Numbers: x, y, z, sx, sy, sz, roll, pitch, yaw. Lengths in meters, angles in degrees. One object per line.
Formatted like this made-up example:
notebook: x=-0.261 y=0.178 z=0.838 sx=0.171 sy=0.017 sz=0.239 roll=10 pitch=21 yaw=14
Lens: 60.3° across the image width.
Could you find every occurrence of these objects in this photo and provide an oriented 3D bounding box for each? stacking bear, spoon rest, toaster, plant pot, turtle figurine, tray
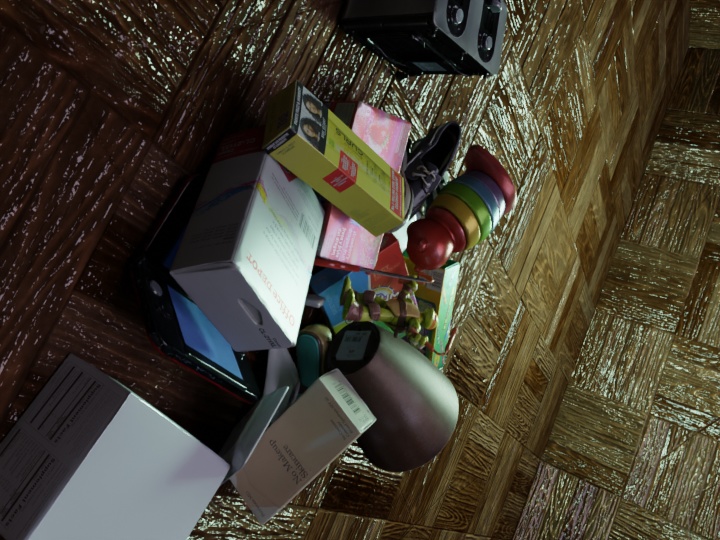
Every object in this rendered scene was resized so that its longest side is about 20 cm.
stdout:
stacking bear: x=0.147 y=-0.081 z=0.982 sx=0.199 sy=0.113 sz=0.123 roll=-42 pitch=161 yaw=-23
spoon rest: x=-0.108 y=0.126 z=0.885 sx=0.099 sy=0.059 sz=0.206 roll=-31 pitch=141 yaw=-77
toaster: x=0.085 y=-0.348 z=0.852 sx=0.178 sy=0.196 sz=0.123 roll=13 pitch=92 yaw=-49
plant pot: x=0.032 y=0.175 z=0.960 sx=0.189 sy=0.184 sz=0.202 roll=-56 pitch=132 yaw=-24
turtle figurine: x=0.049 y=0.055 z=0.901 sx=0.202 sy=0.156 sz=0.066 roll=-94 pitch=-158 yaw=-55
tray: x=-0.151 y=0.214 z=0.788 sx=0.109 sy=0.022 sz=0.200 roll=-60 pitch=-174 yaw=-36

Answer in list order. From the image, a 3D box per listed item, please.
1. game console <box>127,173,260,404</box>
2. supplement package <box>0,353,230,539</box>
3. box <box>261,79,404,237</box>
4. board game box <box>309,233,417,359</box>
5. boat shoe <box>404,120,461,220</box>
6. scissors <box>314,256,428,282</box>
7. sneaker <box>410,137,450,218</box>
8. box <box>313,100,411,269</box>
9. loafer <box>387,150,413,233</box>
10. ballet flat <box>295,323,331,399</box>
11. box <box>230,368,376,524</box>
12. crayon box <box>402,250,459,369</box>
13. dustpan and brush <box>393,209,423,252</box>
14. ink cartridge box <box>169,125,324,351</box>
game console: x=-0.154 y=0.028 z=0.712 sx=0.117 sy=0.174 sz=0.200 roll=-35 pitch=143 yaw=4
supplement package: x=-0.258 y=0.216 z=0.646 sx=0.158 sy=0.109 sz=0.202 roll=-57 pitch=145 yaw=-22
box: x=-0.025 y=-0.123 z=0.720 sx=0.199 sy=0.049 sz=0.077 roll=37 pitch=44 yaw=-39
board game box: x=0.013 y=0.052 z=0.996 sx=0.151 sy=0.040 sz=0.203 roll=-33 pitch=135 yaw=-12
boat shoe: x=0.095 y=-0.157 z=0.969 sx=0.202 sy=0.072 sz=0.063 roll=-54 pitch=-176 yaw=-21
scissors: x=0.000 y=0.000 z=0.871 sx=0.073 sy=0.193 sz=0.014 roll=11 pitch=91 yaw=-83
sneaker: x=0.138 y=-0.150 z=1.107 sx=0.202 sy=0.071 sz=0.082 roll=62 pitch=25 yaw=-45
box: x=-0.015 y=-0.117 z=0.845 sx=0.092 sy=0.102 sz=0.207 roll=12 pitch=94 yaw=-34
loafer: x=0.034 y=-0.138 z=0.915 sx=0.063 sy=0.071 sz=0.203 roll=48 pitch=28 yaw=-34
ballet flat: x=-0.070 y=0.179 z=0.964 sx=0.063 sy=0.067 sz=0.207 roll=-32 pitch=132 yaw=-63
box: x=-0.082 y=0.240 z=0.852 sx=0.200 sy=0.095 sz=0.077 roll=-46 pitch=168 yaw=13
crayon box: x=0.104 y=0.072 z=1.127 sx=0.058 sy=0.116 sz=0.207 roll=-18 pitch=120 yaw=-51
dustpan and brush: x=0.067 y=-0.088 z=1.067 sx=0.197 sy=0.056 sz=0.145 roll=-13 pitch=108 yaw=-47
ink cartridge box: x=-0.116 y=-0.035 z=0.694 sx=0.147 sy=0.080 sz=0.204 roll=62 pitch=29 yaw=-45
